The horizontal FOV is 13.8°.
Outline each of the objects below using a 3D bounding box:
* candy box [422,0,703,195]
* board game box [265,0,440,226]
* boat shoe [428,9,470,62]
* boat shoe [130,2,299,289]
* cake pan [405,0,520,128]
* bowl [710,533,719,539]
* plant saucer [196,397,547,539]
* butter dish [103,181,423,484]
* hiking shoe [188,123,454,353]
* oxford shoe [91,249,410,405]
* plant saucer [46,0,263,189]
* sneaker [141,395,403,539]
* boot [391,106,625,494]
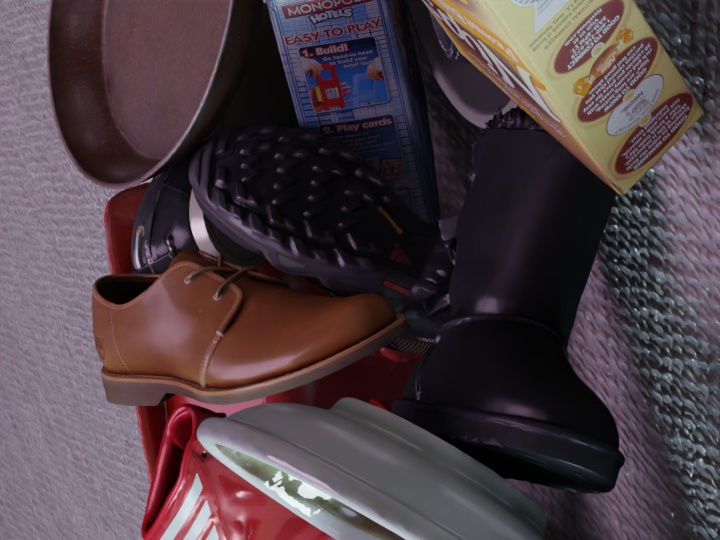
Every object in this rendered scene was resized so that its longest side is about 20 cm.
[{"bbox_3d":[0.059,-0.121,1.211,0.115,0.055,0.200,45,179,33],"label":"candy box"},{"bbox_3d":[-0.008,-0.137,1.535,0.200,0.061,0.201,73,-170,-62],"label":"board game box"},{"bbox_3d":[0.020,-0.188,1.358,0.075,0.062,0.201,170,88,-72],"label":"boat shoe"},{"bbox_3d":[-0.074,-0.069,1.592,0.068,0.072,0.200,-27,32,36],"label":"boat shoe"},{"bbox_3d":[0.060,-0.169,1.418,0.200,0.037,0.201,168,90,-74],"label":"cake pan"},{"bbox_3d":[0.159,0.199,1.223,0.201,0.105,0.201,167,90,-74],"label":"bowl"},{"bbox_3d":[0.024,0.102,1.298,0.050,0.200,0.200,-60,14,-9],"label":"plant saucer"},{"bbox_3d":[-0.019,0.035,1.641,0.148,0.199,0.201,-12,88,50],"label":"butter dish"},{"bbox_3d":[0.000,0.000,1.504,0.200,0.076,0.101,27,149,8],"label":"hiking shoe"},{"bbox_3d":[-0.063,0.024,1.471,0.200,0.071,0.072,-5,107,40],"label":"oxford shoe"},{"bbox_3d":[-0.103,-0.140,1.544,0.200,0.034,0.201,-17,69,54],"label":"plant saucer"},{"bbox_3d":[-0.023,0.094,1.478,0.116,0.200,0.078,47,-175,-28],"label":"sneaker"},{"bbox_3d":[0.080,0.011,1.324,0.163,0.073,0.198,-69,18,-7],"label":"boot"}]
